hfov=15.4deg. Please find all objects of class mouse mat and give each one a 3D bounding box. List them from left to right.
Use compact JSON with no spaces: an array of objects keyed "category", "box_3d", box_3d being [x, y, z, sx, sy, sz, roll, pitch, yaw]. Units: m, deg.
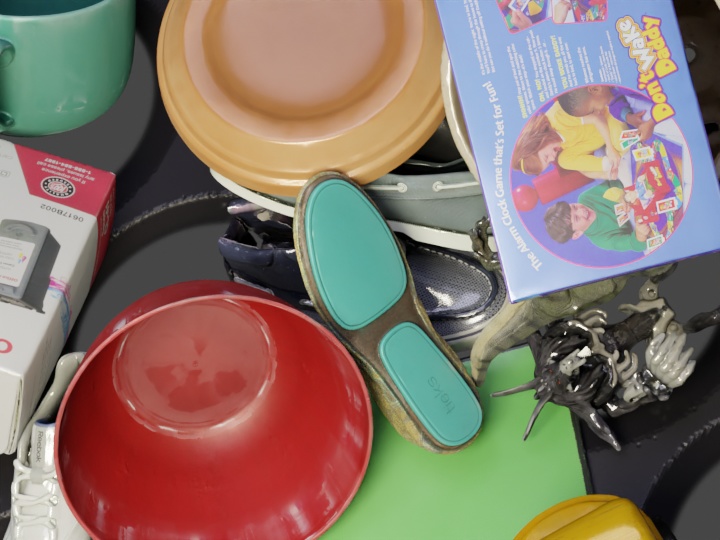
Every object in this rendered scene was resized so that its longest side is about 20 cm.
[{"category":"mouse mat","box_3d":[0.046,0.134,1.698,0.199,0.008,0.161,-15,59,9]}]

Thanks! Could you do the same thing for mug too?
[{"category":"mug","box_3d":[-0.245,-0.157,1.851,0.152,0.115,0.185,32,42,34]}]

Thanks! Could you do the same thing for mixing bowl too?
[{"category":"mixing bowl","box_3d":[-0.099,0.082,1.677,0.200,0.200,0.108,-26,29,1]}]

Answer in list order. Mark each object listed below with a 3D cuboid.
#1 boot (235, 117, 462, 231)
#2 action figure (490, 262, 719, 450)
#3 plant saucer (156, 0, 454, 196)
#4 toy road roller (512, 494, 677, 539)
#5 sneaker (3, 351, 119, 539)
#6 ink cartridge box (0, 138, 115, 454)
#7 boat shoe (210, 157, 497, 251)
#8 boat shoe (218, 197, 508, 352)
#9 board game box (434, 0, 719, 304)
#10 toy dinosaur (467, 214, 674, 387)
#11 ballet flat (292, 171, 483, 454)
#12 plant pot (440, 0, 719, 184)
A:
[{"category":"boot","box_3d":[0.016,-0.079,1.767,0.150,0.073,0.200,29,113,-3]},{"category":"action figure","box_3d":[0.173,0.028,1.662,0.200,0.102,0.119,-35,73,-7]},{"category":"plant saucer","box_3d":[-0.033,-0.145,1.679,0.200,0.037,0.201,-3,69,8]},{"category":"toy road roller","box_3d":[0.155,0.221,1.536,0.123,0.146,0.200,-29,58,0]},{"category":"sneaker","box_3d":[-0.202,0.143,1.717,0.074,0.087,0.200,4,64,18]},{"category":"ink cartridge box","box_3d":[-0.260,0.007,1.754,0.147,0.086,0.200,17,44,1]},{"category":"boat shoe","box_3d":[0.005,-0.064,1.700,0.199,0.062,0.073,12,23,-3]},{"category":"boat shoe","box_3d":[0.000,0.000,1.733,0.199,0.093,0.075,4,63,18]},{"category":"board game box","box_3d":[0.128,-0.094,1.544,0.134,0.045,0.201,-14,88,6]},{"category":"toy dinosaur","box_3d":[0.109,-0.002,1.612,0.200,0.047,0.088,-35,94,38]},{"category":"ballet flat","box_3d":[0.008,0.029,1.670,0.071,0.200,0.071,-30,13,8]},{"category":"plant pot","box_3d":[0.178,-0.130,1.678,0.200,0.183,0.201,6,102,26]}]
